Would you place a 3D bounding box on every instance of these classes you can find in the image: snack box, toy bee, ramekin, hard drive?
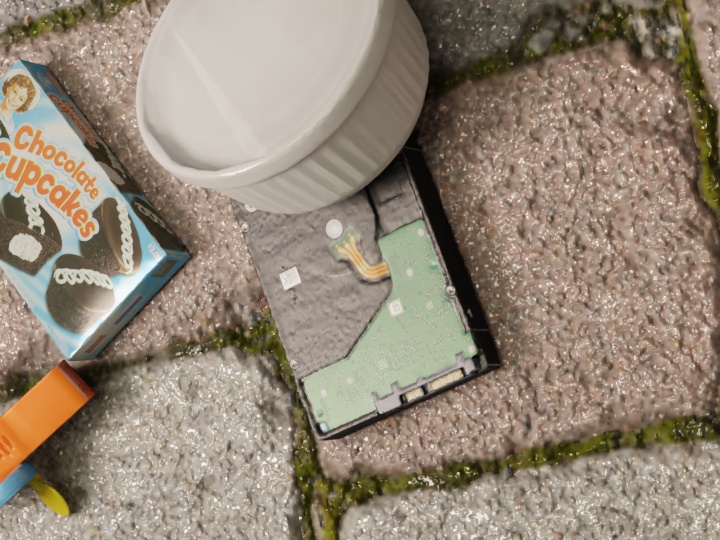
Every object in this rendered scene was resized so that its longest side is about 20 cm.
[{"bbox_3d":[-0.226,-0.045,1.558,0.116,0.037,0.200,-46,69,18],"label":"snack box"},{"bbox_3d":[-0.285,0.139,1.554,0.200,0.109,0.131,-22,92,-6],"label":"toy bee"},{"bbox_3d":[-0.046,-0.130,1.406,0.202,0.094,0.203,-18,55,28],"label":"ramekin"},{"bbox_3d":[0.000,0.000,1.440,0.140,0.038,0.200,-27,76,24],"label":"hard drive"}]
